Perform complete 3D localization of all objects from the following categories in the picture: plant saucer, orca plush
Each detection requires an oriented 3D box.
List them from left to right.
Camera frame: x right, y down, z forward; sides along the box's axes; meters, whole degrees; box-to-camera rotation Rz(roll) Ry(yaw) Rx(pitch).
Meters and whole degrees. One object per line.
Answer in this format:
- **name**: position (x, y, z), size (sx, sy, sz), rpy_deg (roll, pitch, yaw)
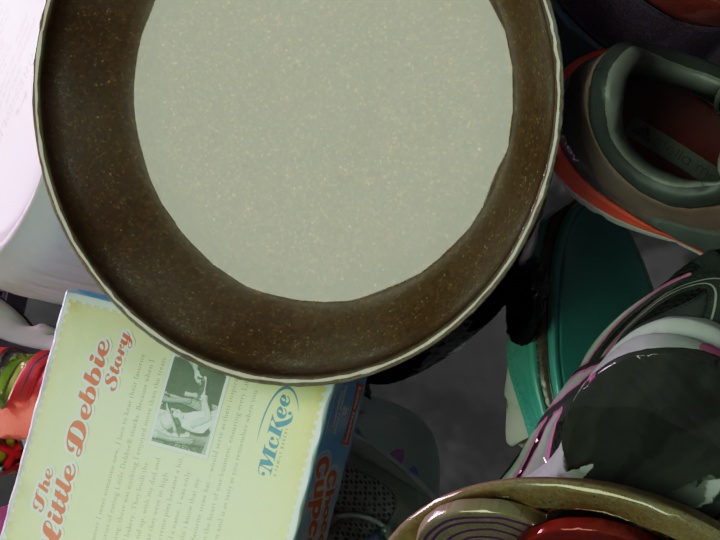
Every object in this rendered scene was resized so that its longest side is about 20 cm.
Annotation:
- **plant saucer**: position (-0.019, -0.062, 0.894), size (0.200, 0.037, 0.201), rpy_deg (2, 95, 23)
- **orca plush**: position (0.000, 0.000, 0.966), size (0.200, 0.071, 0.105), rpy_deg (-28, 89, 56)

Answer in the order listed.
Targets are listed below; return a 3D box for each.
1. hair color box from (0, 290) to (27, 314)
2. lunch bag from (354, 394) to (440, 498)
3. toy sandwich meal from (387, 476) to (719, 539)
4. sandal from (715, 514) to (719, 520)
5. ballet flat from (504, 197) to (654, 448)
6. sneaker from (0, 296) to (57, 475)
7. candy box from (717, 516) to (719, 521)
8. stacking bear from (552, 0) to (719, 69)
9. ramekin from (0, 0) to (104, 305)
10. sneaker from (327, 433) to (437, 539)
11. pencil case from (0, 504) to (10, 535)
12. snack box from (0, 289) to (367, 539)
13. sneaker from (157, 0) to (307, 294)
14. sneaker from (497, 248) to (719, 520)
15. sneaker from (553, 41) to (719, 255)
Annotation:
- **hair color box**: position (-0.217, 0.043, 1.200), size (0.061, 0.101, 0.201), rpy_deg (24, 105, 36)
- **lunch bag**: position (-0.049, 0.136, 1.080), size (0.160, 0.077, 0.201), rpy_deg (15, 99, 38)
- **toy sandwich meal**: position (0.082, 0.159, 0.863), size (0.204, 0.070, 0.206), rpy_deg (16, 133, 18)
- **sandal**: position (0.153, 0.115, 0.921), size (0.075, 0.045, 0.201), rpy_deg (-15, 74, -7)
- **ballet flat**: position (0.087, 0.074, 0.983), size (0.070, 0.067, 0.201), rpy_deg (-30, 69, 49)
- **sneaker**: position (-0.141, 0.066, 1.039), size (0.200, 0.085, 0.077), rpy_deg (15, 124, 39)
- **candy box**: position (0.229, 0.061, 0.835), size (0.200, 0.055, 0.115), rpy_deg (-42, 90, 24)
- **stacking bear**: position (0.063, -0.093, 0.979), size (0.200, 0.121, 0.114), rpy_deg (-39, 57, 42)
- **ramekin**: position (-0.107, -0.077, 1.069), size (0.200, 0.105, 0.201), rpy_deg (-13, 75, 60)
- **sneaker**: position (0.026, 0.140, 0.977), size (0.075, 0.082, 0.200), rpy_deg (-39, 95, -4)
- **pencil case**: position (-0.100, 0.183, 1.017), size (0.200, 0.091, 0.094), rpy_deg (48, 150, 26)
- **snack box**: position (-0.078, 0.116, 0.947), size (0.116, 0.037, 0.201), rpy_deg (13, 85, 20)
- **sneaker**: position (-0.044, -0.090, 0.960), size (0.070, 0.099, 0.201), rpy_deg (160, 123, -69)
- **sneaker**: position (0.093, 0.069, 0.895), size (0.080, 0.086, 0.200), rpy_deg (36, 137, -3)
- **sneaker**: position (0.155, -0.020, 0.865), size (0.199, 0.082, 0.077), rpy_deg (21, 80, 0)
